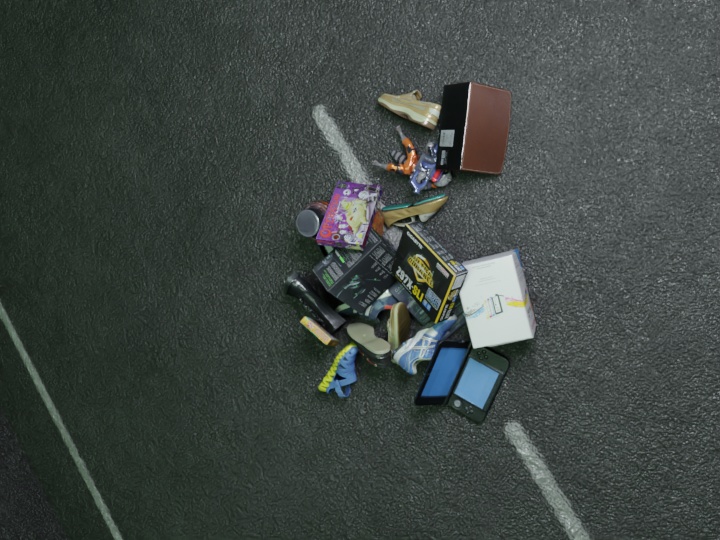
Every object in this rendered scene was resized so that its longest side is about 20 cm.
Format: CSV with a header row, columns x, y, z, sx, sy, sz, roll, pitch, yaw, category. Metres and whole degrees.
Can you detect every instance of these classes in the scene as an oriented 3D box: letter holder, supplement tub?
x,y,z,sx,sy,sz,roll,pitch,yaw,category
0.274,-0.337,1.466,0.100,0.142,0.201,18,106,58,letter holder
-0.088,-0.134,1.623,0.107,0.200,0.107,5,101,27,supplement tub

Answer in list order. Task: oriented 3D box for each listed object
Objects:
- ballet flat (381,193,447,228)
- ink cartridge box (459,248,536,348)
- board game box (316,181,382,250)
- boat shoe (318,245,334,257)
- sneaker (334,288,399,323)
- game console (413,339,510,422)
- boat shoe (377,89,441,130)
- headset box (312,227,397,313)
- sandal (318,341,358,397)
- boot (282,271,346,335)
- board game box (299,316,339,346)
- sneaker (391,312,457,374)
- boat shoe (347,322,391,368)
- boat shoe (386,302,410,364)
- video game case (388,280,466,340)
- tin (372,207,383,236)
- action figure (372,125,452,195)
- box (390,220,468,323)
x,y,z,sx,sy,sz,roll,pitch,yaw,category
0.145,-0.151,1.582,0.199,0.069,0.063,-8,104,38,ballet flat
0.327,0.067,1.465,0.144,0.147,0.201,-14,92,21,ink cartridge box
-0.026,-0.140,1.521,0.120,0.201,0.032,5,143,17,board game box
-0.053,-0.017,1.705,0.075,0.062,0.200,-37,83,26,boat shoe
0.020,0.111,1.683,0.199,0.075,0.085,-19,94,32,sneaker
0.260,0.288,1.562,0.170,0.118,0.201,27,111,21,game console
0.127,-0.416,1.525,0.200,0.072,0.076,35,105,36,boat shoe
0.000,0.000,1.577,0.200,0.174,0.093,-44,52,7,headset box
-0.042,0.290,1.749,0.087,0.079,0.200,35,121,14,sandal
-0.128,0.099,1.732,0.200,0.165,0.066,41,83,4,boot
-0.112,0.171,1.692,0.095,0.200,0.030,40,89,9,board game box
0.176,0.186,1.564,0.200,0.076,0.077,-44,67,13,sneaker
0.020,0.201,1.664,0.201,0.073,0.063,36,137,56,boat shoe
0.093,0.169,1.632,0.063,0.073,0.201,14,132,27,boat shoe
0.190,0.076,1.591,0.200,0.019,0.143,45,116,-2,video game case
0.002,-0.088,1.620,0.042,0.112,0.201,41,137,44,tin
0.159,-0.287,1.550,0.193,0.105,0.200,36,84,11,action figure
0.161,0.003,1.469,0.200,0.049,0.160,51,143,34,box
